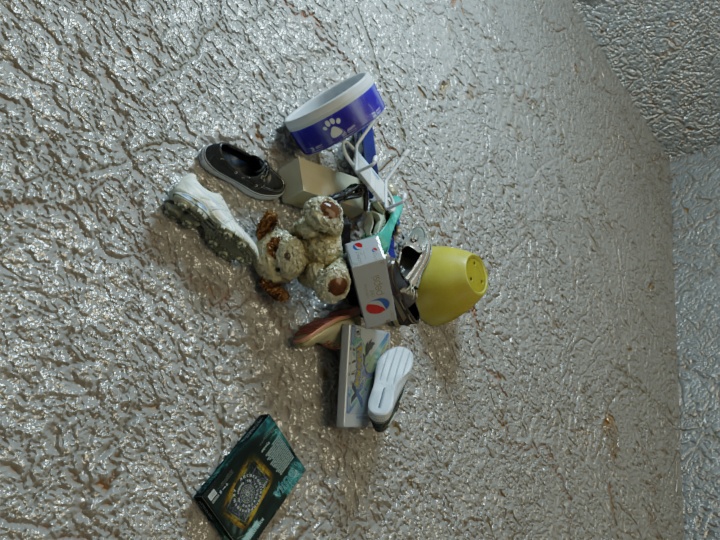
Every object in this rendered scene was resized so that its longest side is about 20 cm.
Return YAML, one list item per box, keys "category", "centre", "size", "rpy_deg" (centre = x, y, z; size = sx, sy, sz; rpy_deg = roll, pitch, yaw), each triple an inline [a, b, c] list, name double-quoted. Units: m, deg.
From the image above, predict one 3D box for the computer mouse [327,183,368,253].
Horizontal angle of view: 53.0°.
- category: "computer mouse"
  centre: [-0.037, -0.089, 1.509]
  size: [0.140, 0.046, 0.201]
  rpy_deg: [-34, 134, -38]

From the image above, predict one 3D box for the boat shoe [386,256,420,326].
- category: "boat shoe"
  centre: [0.093, 0.045, 1.596]
  size: [0.201, 0.073, 0.075]
  rpy_deg: [72, 26, -45]

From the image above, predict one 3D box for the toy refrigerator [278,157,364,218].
- category: "toy refrigerator"
  centre: [-0.078, -0.167, 1.522]
  size: [0.199, 0.070, 0.076]
  rpy_deg: [11, 63, -49]

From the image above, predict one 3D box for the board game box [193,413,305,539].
- category: "board game box"
  centre: [-0.183, 0.364, 1.238]
  size: [0.136, 0.028, 0.200]
  rpy_deg: [61, 40, -17]

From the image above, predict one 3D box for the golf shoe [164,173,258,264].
- category: "golf shoe"
  centre: [-0.249, -0.094, 1.287]
  size: [0.200, 0.078, 0.098]
  rpy_deg: [44, 41, -33]

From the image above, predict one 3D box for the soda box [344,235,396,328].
- category: "soda box"
  centre: [0.022, 0.026, 1.410]
  size: [0.200, 0.068, 0.064]
  rpy_deg: [77, -3, -51]

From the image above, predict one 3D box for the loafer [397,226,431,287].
- category: "loafer"
  centre: [0.121, -0.030, 1.700]
  size: [0.063, 0.072, 0.201]
  rpy_deg: [63, 37, -50]

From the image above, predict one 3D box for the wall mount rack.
- category: "wall mount rack"
  centre: [0.044, -0.226, 1.515]
  size: [0.200, 0.074, 0.174]
  rpy_deg: [47, 30, -35]

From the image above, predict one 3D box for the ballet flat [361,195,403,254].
- category: "ballet flat"
  centre: [0.046, -0.116, 1.570]
  size: [0.071, 0.067, 0.201]
  rpy_deg: [55, 36, -33]

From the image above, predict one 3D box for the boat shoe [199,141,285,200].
- category: "boat shoe"
  centre: [-0.208, -0.193, 1.372]
  size: [0.200, 0.066, 0.070]
  rpy_deg: [26, 58, -43]

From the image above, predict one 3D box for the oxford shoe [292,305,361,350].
- category: "oxford shoe"
  centre: [-0.056, 0.127, 1.444]
  size: [0.200, 0.071, 0.074]
  rpy_deg: [-21, 99, -50]

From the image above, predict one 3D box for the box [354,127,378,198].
- category: "box"
  centre: [0.014, -0.242, 1.628]
  size: [0.032, 0.121, 0.201]
  rpy_deg: [-4, 78, -6]

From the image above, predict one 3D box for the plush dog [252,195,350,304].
- category: "plush dog"
  centre: [-0.120, -0.034, 1.367]
  size: [0.171, 0.160, 0.201]
  rpy_deg: [-7, 94, -11]

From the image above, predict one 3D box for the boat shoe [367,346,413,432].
- category: "boat shoe"
  centre: [0.055, 0.241, 1.480]
  size: [0.200, 0.072, 0.071]
  rpy_deg: [-60, 161, -46]

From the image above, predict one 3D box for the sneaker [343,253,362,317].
- category: "sneaker"
  centre: [-0.001, 0.000, 1.516]
  size: [0.202, 0.067, 0.108]
  rpy_deg: [73, 25, -49]

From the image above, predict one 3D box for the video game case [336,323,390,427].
- category: "video game case"
  centre: [0.010, 0.218, 1.476]
  size: [0.182, 0.022, 0.201]
  rpy_deg: [20, 71, -60]

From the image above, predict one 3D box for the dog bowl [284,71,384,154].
- category: "dog bowl"
  centre: [-0.052, -0.324, 1.489]
  size: [0.079, 0.199, 0.200]
  rpy_deg: [59, 41, -20]

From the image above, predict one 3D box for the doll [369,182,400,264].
- category: "doll"
  centre: [0.062, -0.111, 1.685]
  size: [0.136, 0.048, 0.201]
  rpy_deg: [31, 55, -53]

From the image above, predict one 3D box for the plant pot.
- category: "plant pot"
  centre: [0.225, 0.024, 1.760]
  size: [0.200, 0.142, 0.201]
  rpy_deg: [22, 61, -45]
